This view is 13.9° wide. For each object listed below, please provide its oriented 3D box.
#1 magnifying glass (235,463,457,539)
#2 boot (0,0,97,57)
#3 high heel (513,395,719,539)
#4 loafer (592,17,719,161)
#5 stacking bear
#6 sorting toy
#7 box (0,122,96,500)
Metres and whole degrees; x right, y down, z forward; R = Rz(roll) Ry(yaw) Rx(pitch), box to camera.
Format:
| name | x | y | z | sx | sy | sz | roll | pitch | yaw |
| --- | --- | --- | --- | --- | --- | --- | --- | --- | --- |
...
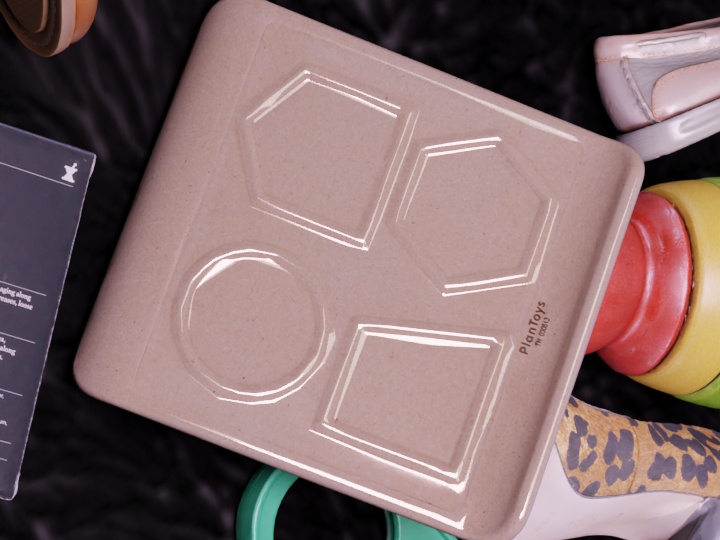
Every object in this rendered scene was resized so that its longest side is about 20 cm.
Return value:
| name | x | y | z | sx | sy | sz | roll | pitch | yaw |
| --- | --- | --- | --- | --- | --- | --- | --- | --- | --- |
| magnifying glass | 0.032 | 0.133 | 1.305 | 0.200 | 0.022 | 0.080 | 22 | 76 | -28 |
| boot | -0.084 | -0.191 | 1.213 | 0.154 | 0.074 | 0.201 | -6 | 94 | -36 |
| high heel | 0.093 | 0.068 | 1.331 | 0.200 | 0.071 | 0.143 | 45 | 34 | -9 |
| loafer | 0.196 | -0.114 | 1.390 | 0.200 | 0.072 | 0.063 | -26 | 95 | -27 |
| stacking bear | 0.144 | 0.008 | 1.331 | 0.199 | 0.114 | 0.122 | 6 | 83 | -27 |
| sorting toy | 0.000 | 0.000 | 1.242 | 0.199 | 0.036 | 0.186 | 20 | 76 | -2 |
| box | -0.217 | -0.005 | 1.117 | 0.200 | 0.079 | 0.142 | 19 | 82 | -30 |
